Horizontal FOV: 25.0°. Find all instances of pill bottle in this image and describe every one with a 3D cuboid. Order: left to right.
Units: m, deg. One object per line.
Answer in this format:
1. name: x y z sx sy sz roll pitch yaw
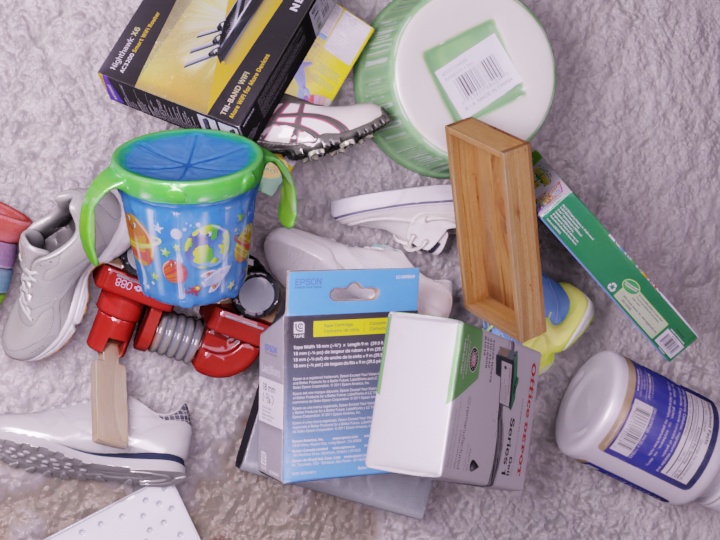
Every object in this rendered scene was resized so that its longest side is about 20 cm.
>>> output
1. pill bottle: 0.317 0.177 1.703 0.199 0.120 0.120 27 84 -16

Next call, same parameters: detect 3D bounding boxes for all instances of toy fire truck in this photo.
1. toy fire truck: -0.184 0.070 1.559 0.175 0.129 0.201 21 96 -17

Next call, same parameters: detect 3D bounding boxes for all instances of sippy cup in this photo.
1. sippy cup: -0.151 -0.043 1.446 0.177 0.140 0.131 4 116 8

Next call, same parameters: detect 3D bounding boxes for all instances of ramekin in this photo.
1. ramekin: 0.101 -0.195 1.639 0.199 0.098 0.201 0 91 -17

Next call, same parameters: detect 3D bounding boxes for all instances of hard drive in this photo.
1. hard drive: -0.011 0.157 1.628 0.199 0.033 0.140 18 87 -17

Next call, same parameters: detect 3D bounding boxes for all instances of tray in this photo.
1. tray: 0.132 -0.040 1.574 0.037 0.099 0.201 -22 120 -24

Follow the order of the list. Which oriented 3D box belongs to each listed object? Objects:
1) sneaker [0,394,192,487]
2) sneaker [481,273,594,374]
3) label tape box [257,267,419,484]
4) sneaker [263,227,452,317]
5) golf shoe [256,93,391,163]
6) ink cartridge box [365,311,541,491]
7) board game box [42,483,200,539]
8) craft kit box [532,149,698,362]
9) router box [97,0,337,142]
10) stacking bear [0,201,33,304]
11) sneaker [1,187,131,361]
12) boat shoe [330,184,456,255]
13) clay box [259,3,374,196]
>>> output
1. sneaker: -0.262 0.156 1.564 0.199 0.076 0.081 10 67 -14
2. sneaker: 0.148 0.082 1.685 0.105 0.076 0.200 40 77 2
3. label tape box: -0.020 0.095 1.557 0.143 0.063 0.201 -1 96 -27
4. sneaker: 0.000 0.000 1.638 0.199 0.075 0.089 27 52 -3
5. golf shoe: -0.069 -0.143 1.555 0.199 0.077 0.089 -14 87 -14
6. ink cartridge box: 0.093 0.129 1.547 0.200 0.084 0.147 20 77 -60
7. board game box: -0.236 0.333 1.592 0.199 0.026 0.201 -27 99 -15
8. craft kit box: 0.240 -0.018 1.632 0.048 0.198 0.200 -42 105 5
9. router box: -0.130 -0.227 1.534 0.157 0.052 0.201 21 69 18
10. stacking bear: -0.391 0.025 1.499 0.113 0.121 0.201 23 94 -18
11. sneaker: -0.290 -0.002 1.492 0.092 0.076 0.200 10 121 -52
12. boat shoe: 0.067 -0.050 1.652 0.199 0.071 0.070 -4 90 -23
13. clay box: -0.086 -0.185 1.611 0.115 0.048 0.201 32 84 -14
